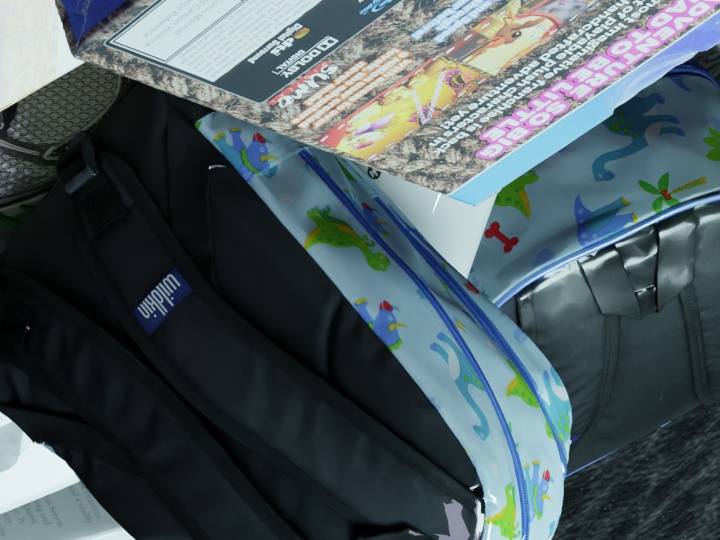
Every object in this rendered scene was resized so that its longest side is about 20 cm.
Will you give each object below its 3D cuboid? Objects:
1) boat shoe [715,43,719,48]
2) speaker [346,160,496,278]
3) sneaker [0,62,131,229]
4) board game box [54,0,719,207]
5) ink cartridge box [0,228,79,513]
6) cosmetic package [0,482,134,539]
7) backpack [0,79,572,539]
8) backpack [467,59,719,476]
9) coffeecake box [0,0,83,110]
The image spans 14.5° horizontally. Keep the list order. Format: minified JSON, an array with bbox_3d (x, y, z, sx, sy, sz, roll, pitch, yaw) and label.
[{"bbox_3d":[0.178,-0.170,1.141,0.072,0.068,0.200,-7,144,-32],"label":"boat shoe"},{"bbox_3d":[0.000,0.000,1.078,0.081,0.081,0.200,-6,129,-33],"label":"speaker"},{"bbox_3d":[-0.171,-0.054,0.972,0.199,0.078,0.085,-7,167,-9],"label":"sneaker"},{"bbox_3d":[0.022,-0.118,0.838,0.159,0.097,0.200,-34,150,26],"label":"board game box"},{"bbox_3d":[-0.169,0.019,1.072,0.199,0.084,0.145,-21,115,-11],"label":"ink cartridge box"},{"bbox_3d":[-0.146,0.107,1.259,0.199,0.102,0.071,-12,138,-24],"label":"cosmetic package"},{"bbox_3d":[-0.021,0.044,0.983,0.163,0.200,0.154,-53,155,22],"label":"backpack"},{"bbox_3d":[0.091,-0.011,1.233,0.183,0.147,0.200,-24,155,-8],"label":"backpack"},{"bbox_3d":[-0.151,-0.113,0.855,0.200,0.073,0.154,-34,142,-37],"label":"coffeecake box"}]
